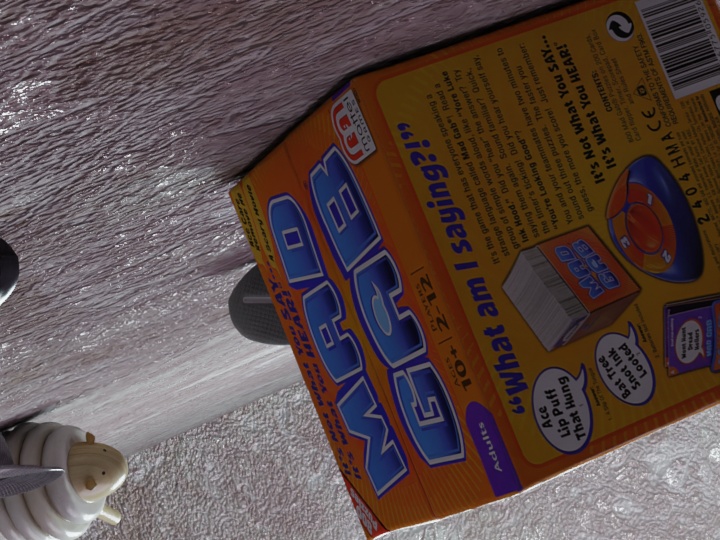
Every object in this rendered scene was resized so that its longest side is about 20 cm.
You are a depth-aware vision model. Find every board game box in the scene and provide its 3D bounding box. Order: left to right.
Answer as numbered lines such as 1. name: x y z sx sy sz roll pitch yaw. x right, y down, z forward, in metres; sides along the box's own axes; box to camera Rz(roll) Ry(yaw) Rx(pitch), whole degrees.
1. board game box: 0.083 -0.004 1.081 0.199 0.201 0.200 -20 175 -24

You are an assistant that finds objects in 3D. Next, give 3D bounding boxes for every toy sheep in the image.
1. toy sheep: -0.318 0.213 2.121 0.199 0.139 0.138 -19 177 19

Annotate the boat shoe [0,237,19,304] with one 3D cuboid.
1. boat shoe: -0.213 0.036 0.926 0.062 0.073 0.200 -14 166 -45

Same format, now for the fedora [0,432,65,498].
1. fedora: -0.275 0.098 1.219 0.199 0.091 0.177 -15 173 -11

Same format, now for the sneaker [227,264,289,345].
1. sneaker: 0.000 0.000 1.568 0.199 0.071 0.080 -24 178 8
